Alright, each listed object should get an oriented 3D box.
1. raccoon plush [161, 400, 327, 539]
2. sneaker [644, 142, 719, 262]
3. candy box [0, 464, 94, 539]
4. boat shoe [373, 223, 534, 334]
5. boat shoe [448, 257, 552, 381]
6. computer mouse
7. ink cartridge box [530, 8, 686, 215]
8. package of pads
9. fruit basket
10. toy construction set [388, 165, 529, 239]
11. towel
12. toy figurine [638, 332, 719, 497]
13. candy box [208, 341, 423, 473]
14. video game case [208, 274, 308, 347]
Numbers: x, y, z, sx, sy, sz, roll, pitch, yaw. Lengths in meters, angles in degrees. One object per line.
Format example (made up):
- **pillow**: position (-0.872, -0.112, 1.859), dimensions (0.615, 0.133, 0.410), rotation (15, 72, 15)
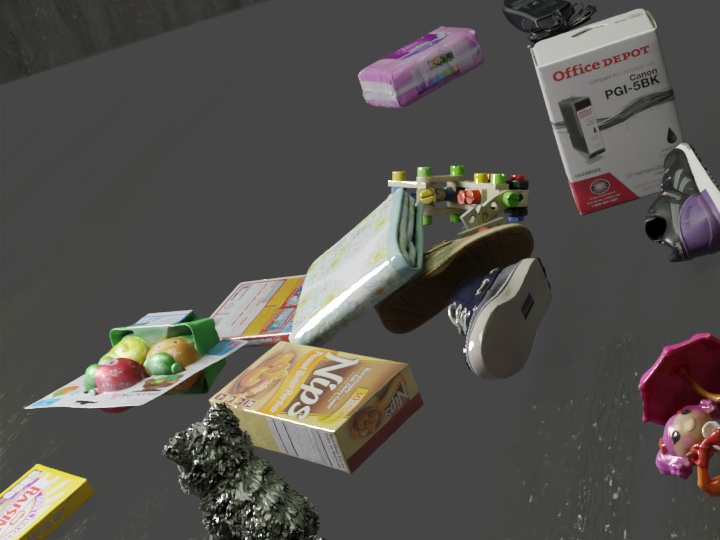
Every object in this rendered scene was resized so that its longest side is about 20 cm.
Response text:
- **raccoon plush**: position (-0.080, 0.189, 1.026), dimensions (0.199, 0.135, 0.097), rotation (-2, 30, 39)
- **sneaker**: position (0.345, -0.076, 1.298), dimensions (0.087, 0.076, 0.200), rotation (-24, 23, 11)
- **candy box**: position (-0.381, 0.279, 1.232), dimensions (0.102, 0.027, 0.200), rotation (6, 37, 42)
- **boat shoe**: position (0.100, -0.003, 1.350), dimensions (0.199, 0.074, 0.069), rotation (-27, 30, -9)
- **boat shoe**: position (0.127, 0.057, 1.221), dimensions (0.092, 0.075, 0.200), rotation (-15, 16, 32)
- **computer mouse**: position (0.324, -0.451, 2.132), dimensions (0.138, 0.053, 0.200), rotation (-28, 35, -9)
- **ink cartridge box**: position (0.299, -0.186, 1.405), dimensions (0.146, 0.201, 0.083), rotation (-17, 25, 12)
- **package of pads**: position (0.105, -0.356, 2.080), dimensions (0.199, 0.076, 0.120), rotation (-32, 27, -21)
- **fruit basket**: position (-0.257, 0.111, 1.361), dimensions (0.184, 0.094, 0.200), rotation (-5, 9, 33)
- **toy construction set**: position (0.131, -0.084, 1.465), dimensions (0.130, 0.093, 0.200), rotation (-2, 22, -24)
- **towel**: position (0.000, 0.000, 1.359), dimensions (0.171, 0.048, 0.200), rotation (-41, 15, 21)
- **toy figurine**: position (0.293, 0.118, 0.916), dimensions (0.184, 0.150, 0.201), rotation (-9, 48, 57)
- **candy box**: position (-0.048, 0.135, 1.211), dimensions (0.199, 0.056, 0.115), rotation (5, 36, 46)
- **video game case**: position (-0.101, 0.049, 1.483), dimensions (0.199, 0.018, 0.143), rotation (-7, 28, 31)
